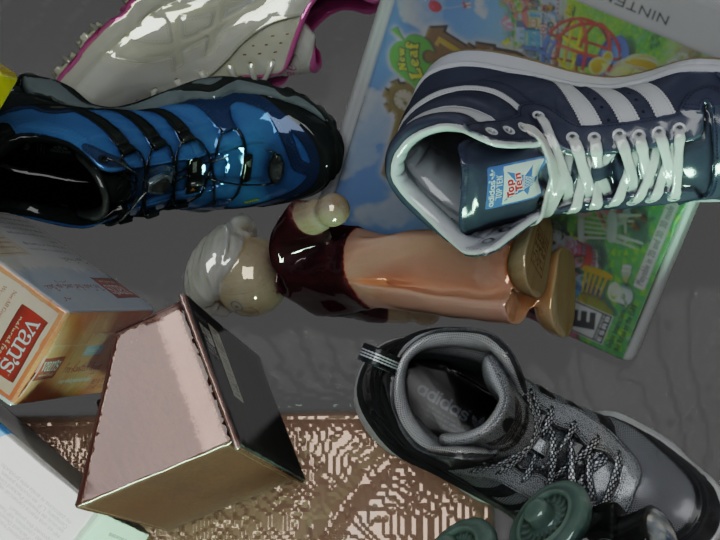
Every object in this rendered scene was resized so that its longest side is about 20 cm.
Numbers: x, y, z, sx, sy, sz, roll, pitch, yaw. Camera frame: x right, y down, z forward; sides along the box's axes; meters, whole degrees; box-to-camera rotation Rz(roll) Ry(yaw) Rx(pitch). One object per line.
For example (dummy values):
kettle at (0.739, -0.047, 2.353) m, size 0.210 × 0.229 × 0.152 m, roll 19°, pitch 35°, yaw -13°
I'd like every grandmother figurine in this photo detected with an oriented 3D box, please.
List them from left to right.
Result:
grandmother figurine at (0.000, 0.000, 1.062) m, size 0.199 × 0.122 × 0.061 m, roll -2°, pitch 50°, yaw 27°

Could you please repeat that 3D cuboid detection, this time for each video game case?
video game case at (0.085, -0.073, 1.053) m, size 0.181 × 0.022 × 0.201 m, roll 24°, pitch 122°, yaw 9°

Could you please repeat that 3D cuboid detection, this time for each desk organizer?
desk organizer at (-0.086, 0.073, 1.010) m, size 0.077 × 0.200 × 0.072 m, roll -22°, pitch 78°, yaw 2°

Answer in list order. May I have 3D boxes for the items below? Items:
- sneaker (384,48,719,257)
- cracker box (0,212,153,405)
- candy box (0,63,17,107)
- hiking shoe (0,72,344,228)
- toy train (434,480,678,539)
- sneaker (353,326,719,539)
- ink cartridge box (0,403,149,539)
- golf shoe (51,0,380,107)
sneaker at (0.108, -0.051, 0.978) m, size 0.198 × 0.109 × 0.071 m, roll 7°, pitch 118°, yaw 18°
cracker box at (-0.213, -0.013, 1.067) m, size 0.199 × 0.134 × 0.058 m, roll 34°, pitch 96°, yaw 11°
candy box at (-0.251, -0.031, 0.994) m, size 0.102 × 0.026 × 0.201 m, roll 33°, pitch 96°, yaw 14°
hiking shoe at (-0.107, -0.048, 1.063) m, size 0.198 × 0.075 × 0.087 m, roll 1°, pitch 34°, yaw 0°
toy train at (0.060, 0.176, 0.993) m, size 0.199 × 0.114 × 0.085 m, roll -28°, pitch 121°, yaw 29°
sneaker at (0.084, 0.086, 1.035) m, size 0.199 × 0.114 × 0.076 m, roll 24°, pitch 82°, yaw 9°
ink cartridge box at (-0.222, 0.161, 1.041) m, size 0.128 × 0.125 × 0.200 m, roll 39°, pitch 85°, yaw 11°
golf shoe at (-0.075, -0.121, 1.113) m, size 0.200 × 0.075 × 0.092 m, roll -39°, pitch 89°, yaw 2°
